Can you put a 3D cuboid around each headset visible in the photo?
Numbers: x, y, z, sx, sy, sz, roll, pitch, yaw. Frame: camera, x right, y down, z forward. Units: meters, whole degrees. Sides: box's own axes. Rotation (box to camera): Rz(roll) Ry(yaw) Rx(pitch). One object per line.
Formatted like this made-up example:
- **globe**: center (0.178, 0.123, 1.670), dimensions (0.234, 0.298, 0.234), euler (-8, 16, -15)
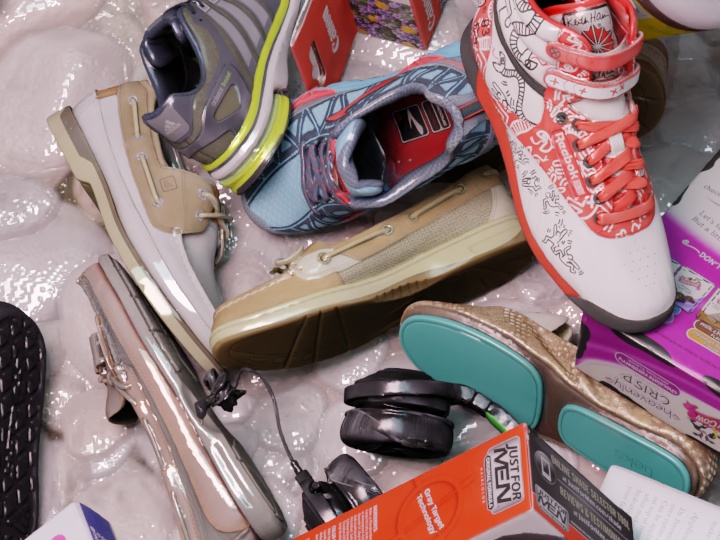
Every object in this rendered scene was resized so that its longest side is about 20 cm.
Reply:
- **headset**: center (0.006, 0.106, 1.547), dimensions (0.200, 0.094, 0.124), euler (25, 81, 9)

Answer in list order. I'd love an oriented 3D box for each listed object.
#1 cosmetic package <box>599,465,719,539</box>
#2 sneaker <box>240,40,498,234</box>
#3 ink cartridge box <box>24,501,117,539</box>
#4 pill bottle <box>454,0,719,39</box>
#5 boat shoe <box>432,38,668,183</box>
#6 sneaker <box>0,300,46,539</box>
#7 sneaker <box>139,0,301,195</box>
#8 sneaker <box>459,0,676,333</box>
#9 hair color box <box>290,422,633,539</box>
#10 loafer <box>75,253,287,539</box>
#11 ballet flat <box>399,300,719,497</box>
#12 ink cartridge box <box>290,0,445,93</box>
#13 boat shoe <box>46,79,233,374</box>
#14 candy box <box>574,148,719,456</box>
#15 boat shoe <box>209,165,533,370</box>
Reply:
- **cosmetic package**: center (0.207, 0.193, 1.496), dimensions (0.200, 0.071, 0.102), euler (22, 73, 18)
- **sneaker**: center (-0.002, -0.072, 1.591), dimensions (0.200, 0.096, 0.079), euler (-27, 95, 34)
- **ink cartridge box**: center (-0.188, 0.254, 1.491), dimensions (0.200, 0.043, 0.196), euler (-38, 47, 10)
- **pill bottle**: center (0.134, -0.179, 1.555), dimensions (0.200, 0.109, 0.109), euler (-2, 57, 57)
- **boat shoe**: center (0.083, -0.100, 1.650), dimensions (0.200, 0.071, 0.065), euler (-5, 31, 15)
- **sneaker**: center (-0.233, 0.112, 1.618), dimensions (0.083, 0.072, 0.200), euler (-7, 63, 35)
- **sneaker**: center (-0.085, -0.143, 1.656), dimensions (0.074, 0.081, 0.200), euler (-37, 39, 35)
- **sneaker**: center (0.120, -0.072, 1.471), dimensions (0.067, 0.108, 0.202), euler (-17, 72, -24)
- **hair color box**: center (0.035, 0.166, 1.472), dimensions (0.200, 0.101, 0.061), euler (-30, 39, 26)
- **loafer**: center (-0.117, 0.082, 1.600), dimensions (0.063, 0.072, 0.200), euler (-35, 69, 2)
- **ballet flat**: center (0.117, 0.064, 1.579), dimensions (0.200, 0.071, 0.065), euler (30, 49, 17)
- **ink cartridge box**: center (0.023, -0.190, 1.667), dimensions (0.050, 0.109, 0.200), euler (17, 71, 16)
- **boat shoe**: center (-0.112, -0.030, 1.640), dimensions (0.068, 0.075, 0.200), euler (-31, 67, -1)
- **candy box**: center (0.228, 0.008, 1.547), dimensions (0.136, 0.061, 0.200), euler (32, 58, 20)
- **boat shoe**: center (0.001, -0.001, 1.599), dimensions (0.200, 0.073, 0.063), euler (-22, 68, -13)
